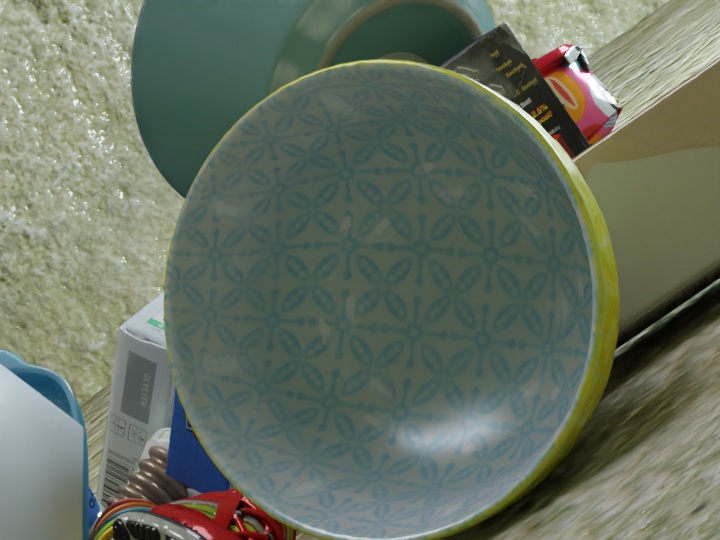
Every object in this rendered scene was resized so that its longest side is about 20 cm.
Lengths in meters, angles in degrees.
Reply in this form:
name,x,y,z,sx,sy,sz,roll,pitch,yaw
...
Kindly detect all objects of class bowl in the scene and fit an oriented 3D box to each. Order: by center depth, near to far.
name,x,y,z,sx,sy,sz,roll,pitch,yaw
bowl,0.029,0.015,1.067,0.200,0.200,0.108,-33,-17,23
bowl,-0.006,-0.102,1.306,0.201,0.201,0.105,-36,36,-18

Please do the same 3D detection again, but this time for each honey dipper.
name,x,y,z,sx,sy,sz,roll,pitch,yaw
honey dipper,-0.080,0.076,1.549,0.200,0.038,0.038,-52,10,-18

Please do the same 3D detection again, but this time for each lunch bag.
name,x,y,z,sx,sy,sz,roll,pitch,yaw
lunch bag,0.094,-0.066,1.684,0.176,0.082,0.200,-38,-6,-24

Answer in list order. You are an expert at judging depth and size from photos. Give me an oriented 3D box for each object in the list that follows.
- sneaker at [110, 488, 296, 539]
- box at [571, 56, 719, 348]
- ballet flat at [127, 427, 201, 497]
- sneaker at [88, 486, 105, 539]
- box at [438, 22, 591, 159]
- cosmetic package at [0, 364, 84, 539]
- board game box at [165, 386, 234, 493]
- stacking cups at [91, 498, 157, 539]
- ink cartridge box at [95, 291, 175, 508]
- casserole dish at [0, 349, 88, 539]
name,x,y,z,sx,sy,sz,roll,pitch,yaw
sneaker,-0.066,0.127,1.176,0.085,0.077,0.200,-31,4,-13
box,0.143,-0.031,1.156,0.200,0.078,0.095,-34,-8,2
ballet flat,-0.094,0.112,1.590,0.200,0.069,0.069,-37,5,-23
sneaker,-0.242,0.179,1.497,0.200,0.111,0.077,-45,29,-24
box,0.033,0.000,1.232,0.200,0.158,0.050,-37,5,-17
cosmetic package,-0.251,0.167,1.301,0.200,0.123,0.199,-34,36,23
board game box,-0.035,0.021,1.475,0.200,0.045,0.152,-39,-35,-49
stacking cups,-0.122,0.158,1.378,0.061,0.061,0.200,-36,3,-7
ink cartridge box,-0.098,0.066,1.686,0.200,0.050,0.161,-43,-29,-51
casserole dish,-0.205,0.146,1.426,0.121,0.200,0.039,-7,-16,19
